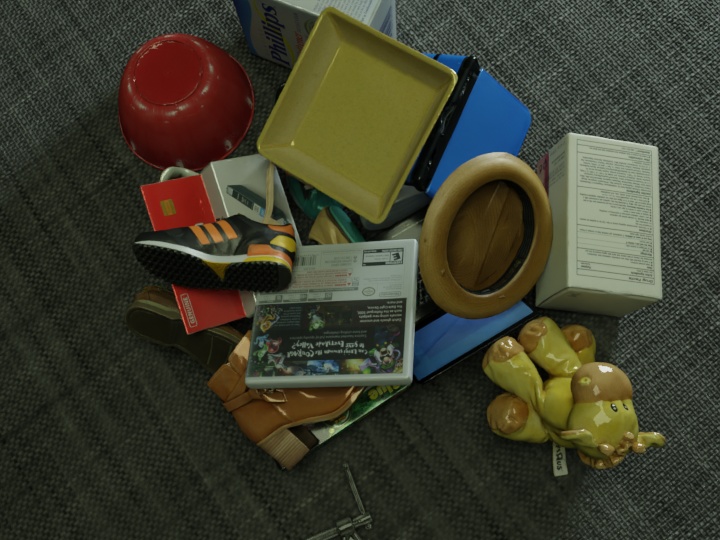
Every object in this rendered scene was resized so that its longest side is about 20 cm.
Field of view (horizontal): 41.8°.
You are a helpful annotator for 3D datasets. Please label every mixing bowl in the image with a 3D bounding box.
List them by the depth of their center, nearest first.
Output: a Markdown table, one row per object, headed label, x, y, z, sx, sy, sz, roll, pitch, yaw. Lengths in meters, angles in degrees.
| label | x | y | z | sx | sy | sz | roll | pitch | yaw |
| --- | --- | --- | --- | --- | --- | --- | --- | --- | --- |
| mixing bowl | -0.252 | -0.247 | 1.300 | 0.197 | 0.108 | 0.203 | -1 | 75 | 3 |

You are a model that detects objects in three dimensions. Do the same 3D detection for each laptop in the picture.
| label | x | y | z | sx | sy | sz | roll | pitch | yaw |
| --- | --- | --- | --- | --- | --- | --- | --- | --- | --- |
| laptop | 0.095 | 0.018 | 1.199 | 0.176 | 0.103 | 0.201 | -29 | 83 | -5 |

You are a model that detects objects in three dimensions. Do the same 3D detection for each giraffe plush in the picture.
| label | x | y | z | sx | sy | sz | roll | pitch | yaw |
| --- | --- | --- | --- | --- | --- | --- | --- | --- | --- |
| giraffe plush | 0.252 | 0.159 | 1.087 | 0.171 | 0.162 | 0.202 | -25 | 99 | -17 |

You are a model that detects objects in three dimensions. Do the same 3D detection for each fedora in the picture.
| label | x | y | z | sx | sy | sz | roll | pitch | yaw |
| --- | --- | --- | --- | --- | --- | --- | --- | --- | --- |
| fedora | 0.140 | -0.045 | 1.144 | 0.198 | 0.082 | 0.203 | -6 | 104 | -25 |

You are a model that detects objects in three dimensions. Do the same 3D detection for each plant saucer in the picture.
| label | x | y | z | sx | sy | sz | roll | pitch | yaw |
| --- | --- | --- | --- | --- | --- | --- | --- | --- | --- |
| plant saucer | -0.002 | -0.188 | 1.153 | 0.199 | 0.048 | 0.202 | 32 | 100 | 19 |

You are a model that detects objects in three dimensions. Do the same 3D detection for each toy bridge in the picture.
| label | x | y | z | sx | sy | sz | roll | pitch | yaw |
| --- | --- | --- | --- | --- | --- | --- | --- | --- | --- |
| toy bridge | -0.083 | -0.131 | 1.214 | 0.067 | 0.027 | 0.201 | 32 | 71 | -11 |

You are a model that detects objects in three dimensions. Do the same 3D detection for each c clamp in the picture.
| label | x | y | z | sx | sy | sz | roll | pitch | yaw |
| --- | --- | --- | --- | --- | --- | --- | --- | --- | --- |
| c clamp | -0.064 | 0.361 | 1.157 | 0.198 | 0.027 | 0.172 | -27 | 79 | -6 |

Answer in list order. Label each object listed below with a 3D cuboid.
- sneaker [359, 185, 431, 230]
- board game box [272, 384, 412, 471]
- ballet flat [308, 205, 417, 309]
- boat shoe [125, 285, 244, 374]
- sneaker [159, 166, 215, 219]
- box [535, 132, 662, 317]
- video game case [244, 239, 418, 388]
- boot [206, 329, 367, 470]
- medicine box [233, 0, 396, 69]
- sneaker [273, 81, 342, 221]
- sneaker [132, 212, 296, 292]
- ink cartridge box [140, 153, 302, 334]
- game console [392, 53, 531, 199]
| label | x | y | z | sx | sy | sz | roll | pitch | yaw |
| --- | --- | --- | --- | --- | --- | --- | --- | --- | --- |
| sneaker | 0.065 | -0.142 | 1.269 | 0.199 | 0.074 | 0.116 | -28 | 72 | -14 |
| board game box | -0.043 | 0.157 | 1.203 | 0.199 | 0.023 | 0.105 | -33 | 72 | 1 |
| ballet flat | 0.000 | 0.000 | 1.201 | 0.063 | 0.068 | 0.200 | -50 | 54 | 16 |
| boat shoe | -0.200 | 0.075 | 1.219 | 0.198 | 0.072 | 0.068 | 29 | 35 | -6 |
| sneaker | -0.194 | -0.064 | 1.259 | 0.199 | 0.080 | 0.079 | 35 | 78 | 11 |
| box | 0.297 | -0.054 | 1.191 | 0.126 | 0.109 | 0.203 | 7 | 74 | -11 |
| video game case | -0.032 | 0.051 | 1.121 | 0.197 | 0.023 | 0.184 | -3 | 60 | 14 |
| boot | -0.079 | 0.125 | 1.160 | 0.155 | 0.077 | 0.200 | 44 | 101 | 3 |
| medicine box | -0.058 | -0.347 | 1.275 | 0.198 | 0.182 | 0.104 | 22 | 75 | 10 |
| sneaker | -0.077 | -0.162 | 1.275 | 0.071 | 0.080 | 0.202 | -20 | 73 | -5 |
| sneaker | -0.174 | -0.031 | 1.151 | 0.197 | 0.070 | 0.091 | 7 | 51 | 5 |
| ink cartridge box | -0.165 | -0.038 | 1.199 | 0.175 | 0.045 | 0.202 | -16 | 83 | -33 |
| game console | 0.105 | -0.169 | 1.235 | 0.169 | 0.119 | 0.202 | 12 | 65 | 32 |
